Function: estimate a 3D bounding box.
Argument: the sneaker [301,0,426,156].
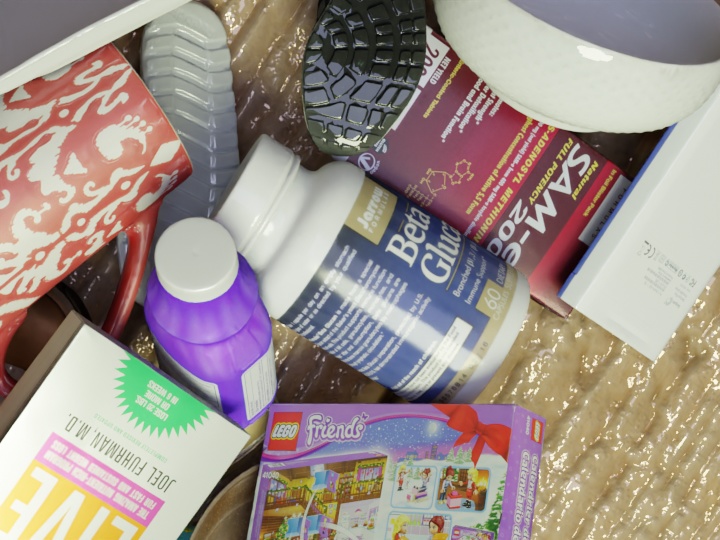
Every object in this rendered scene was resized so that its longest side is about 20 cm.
[{"bbox_3d":[0.005,-0.170,0.965,0.075,0.088,0.202,11,87,-6],"label":"sneaker"}]

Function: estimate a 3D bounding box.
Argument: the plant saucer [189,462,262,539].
[{"bbox_3d":[-0.049,0.228,1.017,0.199,0.037,0.203,8,77,-37],"label":"plant saucer"}]

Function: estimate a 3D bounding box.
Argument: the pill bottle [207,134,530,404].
[{"bbox_3d":[0.000,0.000,0.957,0.199,0.111,0.112,32,94,-10],"label":"pill bottle"}]

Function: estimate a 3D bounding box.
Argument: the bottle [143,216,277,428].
[{"bbox_3d":[-0.093,0.034,0.919,0.065,0.200,0.084,-40,70,-18],"label":"bottle"}]

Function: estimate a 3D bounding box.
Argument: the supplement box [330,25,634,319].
[{"bbox_3d":[0.085,-0.068,1.015,0.199,0.061,0.109,34,93,-13],"label":"supplement box"}]

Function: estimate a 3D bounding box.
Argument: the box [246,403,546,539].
[{"bbox_3d":[0.016,0.153,0.930,0.039,0.199,0.138,27,67,-47],"label":"box"}]

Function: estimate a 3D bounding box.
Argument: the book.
[{"bbox_3d":[-0.176,0.143,0.891,0.133,0.048,0.201,37,87,-27],"label":"book"}]

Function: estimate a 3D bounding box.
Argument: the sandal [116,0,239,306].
[{"bbox_3d":[-0.120,-0.075,0.994,0.082,0.050,0.205,9,86,-24],"label":"sandal"}]

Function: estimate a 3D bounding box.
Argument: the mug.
[{"bbox_3d":[-0.203,-0.032,0.905,0.199,0.133,0.178,-38,137,-10],"label":"mug"}]

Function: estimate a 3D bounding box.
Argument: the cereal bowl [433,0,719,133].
[{"bbox_3d":[0.133,-0.148,0.950,0.198,0.201,0.084,16,122,-10],"label":"cereal bowl"}]

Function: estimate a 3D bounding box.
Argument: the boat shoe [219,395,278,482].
[{"bbox_3d":[-0.143,0.137,1.009,0.199,0.076,0.072,-28,102,-3],"label":"boat shoe"}]

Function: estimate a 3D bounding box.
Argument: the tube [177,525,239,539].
[{"bbox_3d":[-0.174,0.205,0.987,0.198,0.077,0.051,-3,66,-35],"label":"tube"}]

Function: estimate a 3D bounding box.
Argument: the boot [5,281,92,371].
[{"bbox_3d":[-0.260,0.040,0.974,0.154,0.077,0.201,-25,99,-5],"label":"boot"}]

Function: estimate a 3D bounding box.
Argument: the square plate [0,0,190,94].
[{"bbox_3d":[-0.162,-0.185,0.903,0.197,0.200,0.029,-27,129,-3],"label":"square plate"}]

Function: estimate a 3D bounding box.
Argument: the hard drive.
[{"bbox_3d":[0.225,-0.043,1.020,0.132,0.025,0.201,29,96,-51],"label":"hard drive"}]
